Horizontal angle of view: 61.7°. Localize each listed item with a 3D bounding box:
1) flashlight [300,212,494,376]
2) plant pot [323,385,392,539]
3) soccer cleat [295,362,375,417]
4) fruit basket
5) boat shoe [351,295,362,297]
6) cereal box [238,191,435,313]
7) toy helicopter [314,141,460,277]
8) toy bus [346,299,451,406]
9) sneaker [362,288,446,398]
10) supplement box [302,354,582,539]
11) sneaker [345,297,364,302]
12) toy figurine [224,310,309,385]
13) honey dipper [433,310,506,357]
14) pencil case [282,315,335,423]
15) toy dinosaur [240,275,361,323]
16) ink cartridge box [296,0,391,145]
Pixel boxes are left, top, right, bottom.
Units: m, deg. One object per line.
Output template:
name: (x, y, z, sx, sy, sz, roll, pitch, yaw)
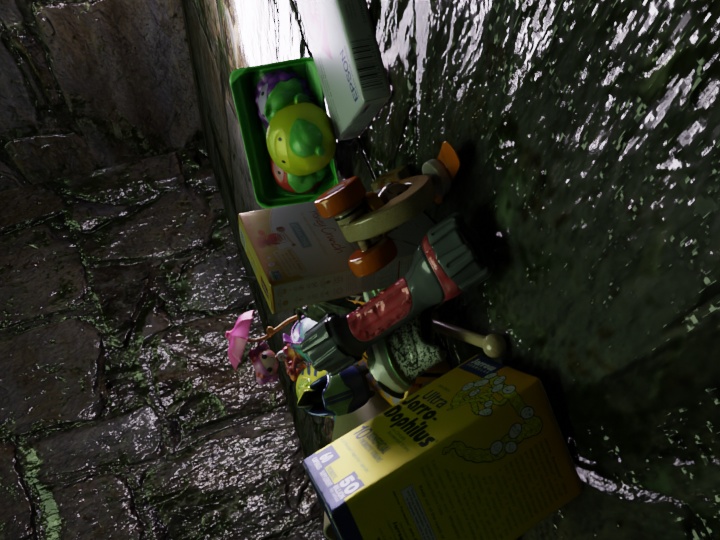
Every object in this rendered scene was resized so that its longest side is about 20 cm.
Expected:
flashlight: (0.028, 0.028, 0.563, 0.068, 0.199, 0.068, 52, -158, -6)
plant pot: (0.032, 0.237, 0.814, 0.189, 0.183, 0.203, 94, 169, -52)
soccer cleat: (-0.056, 0.156, 0.788, 0.199, 0.082, 0.066, -22, 86, 62)
fruit basket: (-0.098, -0.186, 0.847, 0.215, 0.152, 0.221, -5, -90, -78)
boat shoe: (0.000, 0.000, 0.754, 0.199, 0.062, 0.072, 1, -89, -65)
cereal box: (-0.019, -0.030, 0.641, 0.144, 0.196, 0.040, -127, 30, -50)
toy helicopter: (0.037, -0.080, 0.594, 0.080, 0.131, 0.200, 59, -167, -14)
toy bus: (0.032, 0.104, 0.775, 0.199, 0.064, 0.080, 32, 110, 55)
sneaker: (0.054, 0.034, 0.657, 0.077, 0.088, 0.203, 37, -144, -45)
supplement box: (0.067, 0.176, 0.518, 0.111, 0.198, 0.109, 65, 165, -10)
sneaker: (-0.019, 0.044, 0.923, 0.074, 0.086, 0.202, 97, 152, -55)
toy figurine: (-0.131, 0.125, 1.019, 0.150, 0.181, 0.203, -176, 65, -83)
honey dipper: (0.093, 0.064, 0.645, 0.200, 0.037, 0.039, -165, 60, -71)
pencil case: (-0.036, 0.157, 0.926, 0.085, 0.091, 0.202, -109, -5, -62)
toy dinosaur: (-0.046, 0.046, 0.739, 0.088, 0.197, 0.048, 87, -155, -76)
ink cartridge box: (-0.032, -0.273, 0.749, 0.200, 0.043, 0.200, 160, 94, -73)
